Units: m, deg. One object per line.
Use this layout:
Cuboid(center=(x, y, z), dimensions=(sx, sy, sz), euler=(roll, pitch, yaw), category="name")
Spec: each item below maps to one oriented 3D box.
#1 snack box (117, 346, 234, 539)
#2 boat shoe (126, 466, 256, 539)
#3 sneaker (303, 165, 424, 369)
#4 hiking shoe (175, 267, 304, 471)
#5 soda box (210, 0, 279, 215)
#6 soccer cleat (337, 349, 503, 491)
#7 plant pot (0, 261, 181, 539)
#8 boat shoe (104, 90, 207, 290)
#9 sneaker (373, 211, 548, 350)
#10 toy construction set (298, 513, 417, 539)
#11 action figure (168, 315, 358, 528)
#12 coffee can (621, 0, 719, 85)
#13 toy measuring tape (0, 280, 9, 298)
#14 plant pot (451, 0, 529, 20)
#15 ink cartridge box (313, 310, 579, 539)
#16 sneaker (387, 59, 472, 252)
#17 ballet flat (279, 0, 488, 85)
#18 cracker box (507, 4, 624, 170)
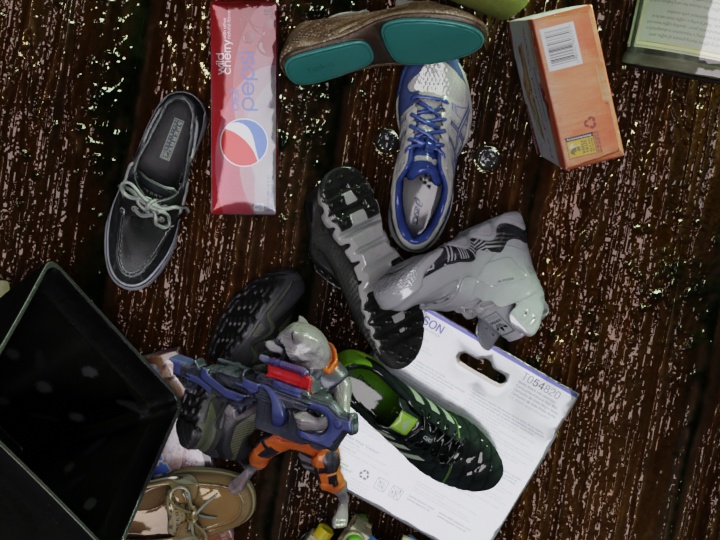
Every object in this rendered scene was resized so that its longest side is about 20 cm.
Cuboid(center=(-0.185, 0.179, 1.599), dimensions=(0.072, 0.024, 0.200), euler=(-15, 98, 2), category="snack box")
Cuboid(center=(-0.200, 0.236, 1.563), dimensions=(0.200, 0.063, 0.073), euler=(-9, 98, 3), category="boat shoe")
Cuboid(center=(0.000, 0.000, 1.551), dimensions=(0.066, 0.090, 0.200), euler=(-25, 95, -27), category="sneaker")
Cuboid(center=(-0.098, 0.095, 1.576), dimensions=(0.101, 0.076, 0.200), euler=(29, 90, -29), category="hiking shoe")
Cuboid(center=(-0.109, -0.154, 1.533), dimensions=(0.063, 0.070, 0.200), euler=(0, 98, 0), category="soda box")
Cuboid(center=(0.051, 0.149, 1.532), dimensions=(0.200, 0.081, 0.068), euler=(37, 95, -5), category="soccer cleat")
Cuboid(center=(-0.316, 0.146, 1.490), dimensions=(0.177, 0.200, 0.200), euler=(-21, 121, 31), category="plant pot")
Cuboid(center=(-0.195, -0.073, 1.543), dimensions=(0.074, 0.068, 0.199), euler=(24, 97, -4), category="boat shoe")
Cuboid(center=(0.103, 0.024, 1.512), dimensions=(0.075, 0.200, 0.115), euler=(-23, 93, 47), category="sneaker")
Cuboid(center=(-0.021, 0.325, 1.593), dimensions=(0.131, 0.092, 0.200), euler=(34, 88, -3), category="toy construction set")
Cuboid(center=(-0.074, 0.125, 1.496), dimensions=(0.200, 0.105, 0.194), euler=(24, 124, 23), category="action figure")
Cuboid(center=(0.333, -0.274, 1.490), dimensions=(0.146, 0.146, 0.200), euler=(11, 97, -3), category="coffee can")
Cuboid(center=(-0.421, 0.062, 1.554), dimensions=(0.200, 0.074, 0.074), euler=(-17, 98, 2), category="toy measuring tape")
Cuboid(center=(0.084, -0.325, 1.469), dimensions=(0.184, 0.200, 0.200), euler=(27, 96, -17), category="plant pot")
Cuboid(center=(0.081, 0.156, 1.595), dimensions=(0.200, 0.041, 0.200), euler=(31, 96, -5), category="ink cartridge box")
Cuboid(center=(0.068, -0.115, 1.535), dimensions=(0.075, 0.088, 0.200), euler=(3, 96, 0), category="sneaker")
Cuboid(center=(0.020, -0.225, 1.517), dimensions=(0.200, 0.065, 0.071), euler=(-7, 139, 11), category="ballet flat")
Cuboid(center=(0.183, -0.169, 1.473), dimensions=(0.058, 0.200, 0.134), euler=(-14, 98, 2), category="cracker box")
